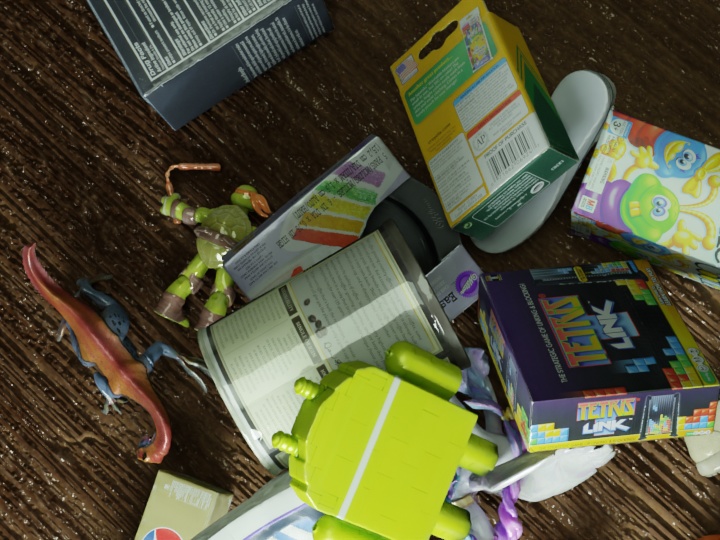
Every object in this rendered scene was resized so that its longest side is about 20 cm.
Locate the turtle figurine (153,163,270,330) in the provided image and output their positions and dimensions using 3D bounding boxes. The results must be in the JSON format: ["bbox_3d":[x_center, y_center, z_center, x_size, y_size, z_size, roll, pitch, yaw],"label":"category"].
[{"bbox_3d":[-0.125,-0.016,1.424,0.198,0.064,0.163,22,84,11],"label":"turtle figurine"}]

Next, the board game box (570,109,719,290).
[{"bbox_3d":[0.303,-0.056,1.353,0.198,0.103,0.106,21,84,11],"label":"board game box"}]

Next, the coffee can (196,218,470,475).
[{"bbox_3d":[-0.023,0.067,1.290,0.198,0.146,0.148,-29,78,0],"label":"coffee can"}]

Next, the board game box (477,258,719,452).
[{"bbox_3d":[0.203,0.069,1.291,0.163,0.201,0.057,-4,122,-8],"label":"board game box"}]

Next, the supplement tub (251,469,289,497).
[{"bbox_3d":[-0.009,0.270,1.330,0.121,0.123,0.202,-28,79,2],"label":"supplement tub"}]

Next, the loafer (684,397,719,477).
[{"bbox_3d":[0.370,0.102,1.332,0.199,0.076,0.068,-41,83,0],"label":"loafer"}]

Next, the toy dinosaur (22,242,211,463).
[{"bbox_3d":[-0.239,0.094,1.384,0.105,0.199,0.182,-48,45,13],"label":"toy dinosaur"}]

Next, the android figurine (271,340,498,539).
[{"bbox_3d":[0.019,0.150,1.202,0.198,0.041,0.184,24,85,-28],"label":"android figurine"}]

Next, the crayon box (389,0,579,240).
[{"bbox_3d":[0.112,-0.147,1.375,0.125,0.051,0.202,-39,53,29],"label":"crayon box"}]

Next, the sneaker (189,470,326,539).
[{"bbox_3d":[-0.044,0.253,1.249,0.199,0.081,0.148,-32,94,-3],"label":"sneaker"}]

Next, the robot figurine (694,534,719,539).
[{"bbox_3d":[0.353,0.295,1.280,0.197,0.117,0.145,6,124,9],"label":"robot figurine"}]

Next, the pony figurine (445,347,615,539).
[{"bbox_3d":[0.117,0.172,1.329,0.192,0.166,0.201,-37,65,12],"label":"pony figurine"}]

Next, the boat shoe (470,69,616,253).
[{"bbox_3d":[0.176,-0.102,1.395,0.071,0.070,0.201,37,109,18],"label":"boat shoe"}]

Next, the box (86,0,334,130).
[{"bbox_3d":[-0.163,-0.283,1.446,0.197,0.123,0.201,-31,76,0],"label":"box"}]

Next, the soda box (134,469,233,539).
[{"bbox_3d":[-0.186,0.293,1.378,0.063,0.068,0.202,19,83,11],"label":"soda box"}]

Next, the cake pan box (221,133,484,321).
[{"bbox_3d":[0.000,0.000,1.383,0.199,0.052,0.185,-38,101,0],"label":"cake pan box"}]
